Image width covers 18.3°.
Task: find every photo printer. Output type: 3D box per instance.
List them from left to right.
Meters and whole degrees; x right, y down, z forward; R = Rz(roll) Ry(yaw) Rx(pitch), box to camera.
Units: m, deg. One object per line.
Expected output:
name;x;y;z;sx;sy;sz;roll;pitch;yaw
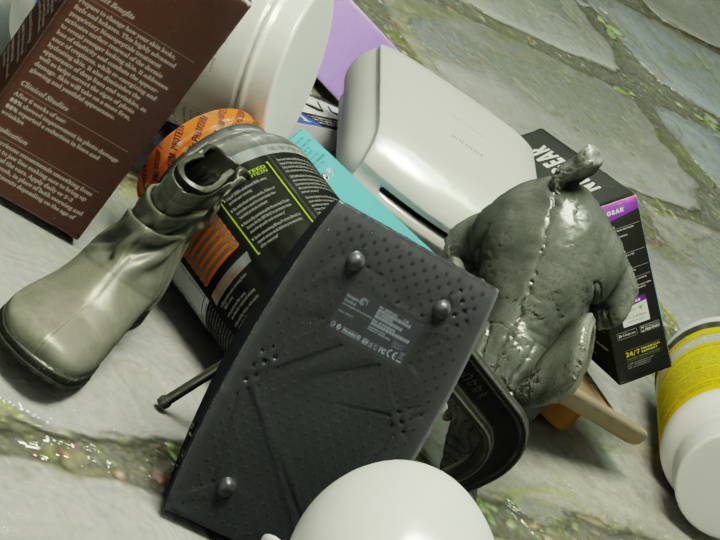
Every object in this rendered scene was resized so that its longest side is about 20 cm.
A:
photo printer;0.058;-0.073;1.673;0.166;0.070;0.200;33;24;-15

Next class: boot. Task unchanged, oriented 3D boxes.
boot;-0.138;-0.014;1.331;0.068;0.131;0.200;40;21;0

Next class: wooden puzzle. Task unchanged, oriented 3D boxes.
wooden puzzle;0.114;0.053;1.718;0.185;0.046;0.200;31;16;-51

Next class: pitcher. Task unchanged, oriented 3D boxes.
pitcher;-0.013;0.184;1.202;0.171;0.122;0.200;23;34;-3

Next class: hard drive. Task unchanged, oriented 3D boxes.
hard drive;-0.021;0.068;1.295;0.135;0.201;0.042;28;3;-27

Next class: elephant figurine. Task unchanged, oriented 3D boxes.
elephant figurine;0.100;0.048;1.452;0.155;0.141;0.200;53;45;-30

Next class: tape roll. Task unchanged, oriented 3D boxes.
tape roll;-0.031;-0.202;1.882;0.200;0.066;0.200;47;4;-4

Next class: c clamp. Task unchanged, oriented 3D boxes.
c clamp;0.002;0.087;1.384;0.200;0.171;0.027;45;20;-32

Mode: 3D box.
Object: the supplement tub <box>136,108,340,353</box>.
supplement tub;-0.057;-0.004;1.461;0.122;0.123;0.200;8;39;-54

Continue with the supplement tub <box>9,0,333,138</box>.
supplement tub;-0.133;-0.173;1.575;0.199;0.133;0.132;22;20;8

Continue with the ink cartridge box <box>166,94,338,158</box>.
ink cartridge box;-0.063;-0.110;1.728;0.094;0.044;0.200;32;14;32

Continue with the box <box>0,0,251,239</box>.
box;-0.166;-0.131;1.414;0.100;0.200;0.075;31;23;-23

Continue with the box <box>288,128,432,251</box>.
box;0.000;0.000;1.579;0.200;0.082;0.049;44;36;0

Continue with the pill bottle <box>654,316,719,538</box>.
pill bottle;0.297;0.127;1.810;0.114;0.114;0.200;37;22;-10

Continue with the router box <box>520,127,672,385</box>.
router box;0.175;-0.014;1.786;0.200;0.051;0.150;-133;-154;-64
